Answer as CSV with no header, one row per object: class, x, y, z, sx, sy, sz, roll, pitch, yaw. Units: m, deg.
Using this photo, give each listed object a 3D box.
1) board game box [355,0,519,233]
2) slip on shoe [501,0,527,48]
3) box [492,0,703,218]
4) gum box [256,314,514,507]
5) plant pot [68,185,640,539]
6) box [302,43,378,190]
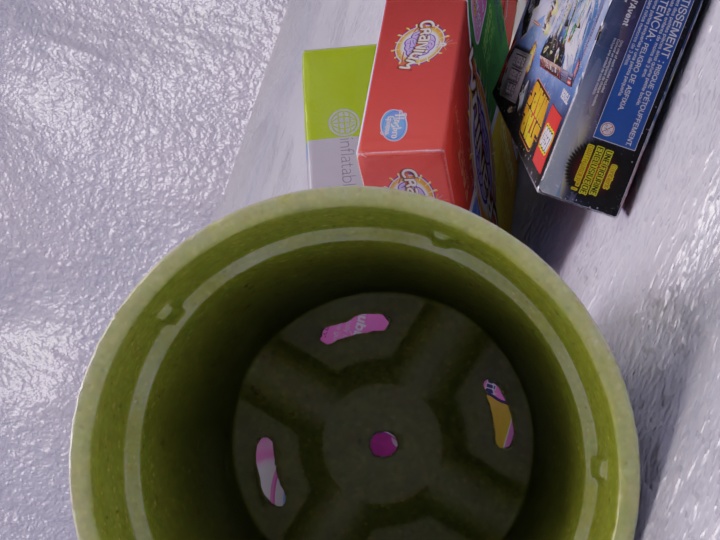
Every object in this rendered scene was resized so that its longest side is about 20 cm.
board game box,0.041,-0.061,1.249,0.200,0.040,0.153,-80,-17,-47
slip on shoe,0.063,-0.140,1.443,0.074,0.061,0.200,140,142,-71
box,0.107,-0.114,1.151,0.200,0.040,0.137,-99,29,-74
gum box,-0.002,0.102,1.144,0.066,0.113,0.200,143,144,-77
plant pot,0.003,0.071,0.996,0.184,0.200,0.201,10,-81,-87
box,0.000,0.000,1.337,0.122,0.048,0.200,84,-178,-58
